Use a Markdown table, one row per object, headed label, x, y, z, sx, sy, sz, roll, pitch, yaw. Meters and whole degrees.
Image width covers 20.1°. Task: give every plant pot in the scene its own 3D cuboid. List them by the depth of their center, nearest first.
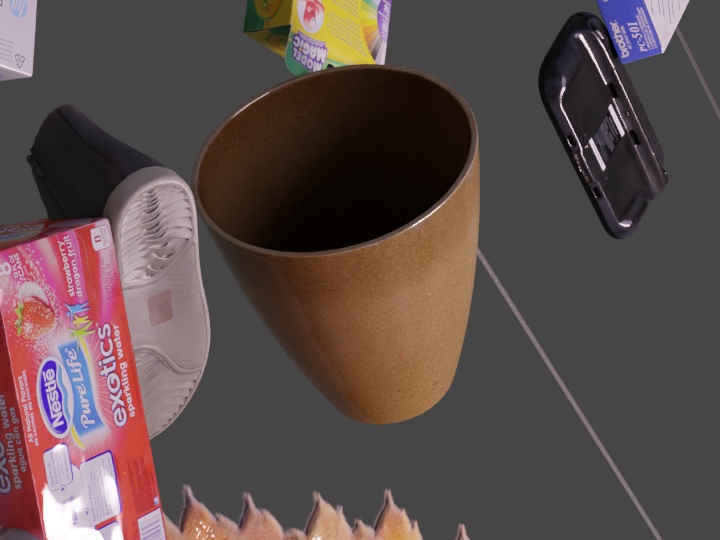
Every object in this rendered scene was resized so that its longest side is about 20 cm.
| label | x | y | z | sx | sy | sz | roll | pitch | yaw |
| --- | --- | --- | --- | --- | --- | --- | --- | --- | --- |
| plant pot | 0.000 | 0.000 | 1.346 | 0.201 | 0.185 | 0.187 | 76 | 33 | -41 |

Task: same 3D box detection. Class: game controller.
| label | x | y | z | sx | sy | sz | roll | pitch | yaw |
| --- | --- | --- | --- | --- | --- | --- | --- | --- | --- |
| game controller | 0.211 | -0.124 | 1.773 | 0.105 | 0.042 | 0.201 | -51 | 128 | -27 |

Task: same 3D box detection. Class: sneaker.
| label | x | y | z | sx | sy | sz | roll | pitch | yaw |
| --- | --- | --- | --- | --- | --- | --- | --- | --- | --- |
| sneaker | -0.145 | 0.003 | 1.205 | 0.074 | 0.106 | 0.201 | -18 | 132 | -32 |

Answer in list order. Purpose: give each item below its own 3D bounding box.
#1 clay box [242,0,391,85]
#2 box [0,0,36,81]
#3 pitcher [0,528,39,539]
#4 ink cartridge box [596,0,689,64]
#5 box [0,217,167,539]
| label | x | y | z | sx | sy | sz | roll | pitch | yaw |
| --- | --- | --- | --- | --- | --- | --- | --- | --- | --- |
| clay box | -0.024 | -0.215 | 1.418 | 0.115 | 0.047 | 0.202 | 27 | 66 | -52 |
| box | -0.238 | -0.217 | 1.110 | 0.155 | 0.041 | 0.202 | 13 | 75 | -54 |
| pitcher | -0.258 | 0.155 | 0.965 | 0.200 | 0.120 | 0.173 | 43 | 48 | -38 |
| ink cartridge box | 0.256 | -0.271 | 1.808 | 0.095 | 0.044 | 0.200 | 65 | 30 | -21 |
| box | -0.184 | 0.079 | 1.113 | 0.099 | 0.095 | 0.202 | -22 | 106 | -55 |
